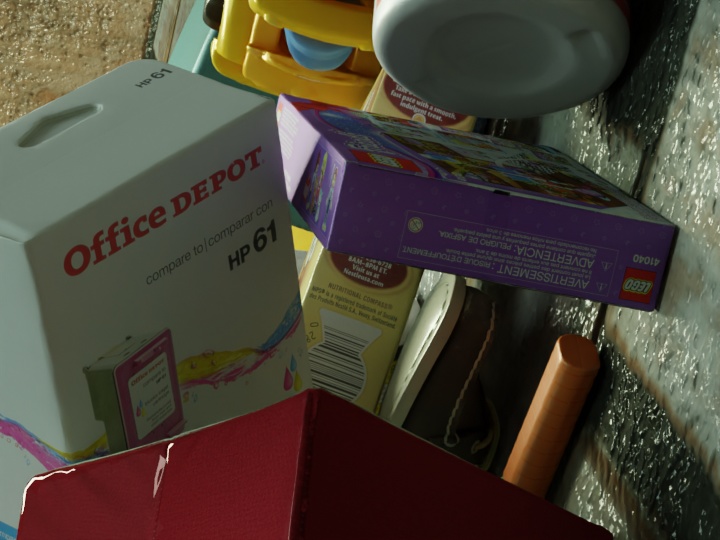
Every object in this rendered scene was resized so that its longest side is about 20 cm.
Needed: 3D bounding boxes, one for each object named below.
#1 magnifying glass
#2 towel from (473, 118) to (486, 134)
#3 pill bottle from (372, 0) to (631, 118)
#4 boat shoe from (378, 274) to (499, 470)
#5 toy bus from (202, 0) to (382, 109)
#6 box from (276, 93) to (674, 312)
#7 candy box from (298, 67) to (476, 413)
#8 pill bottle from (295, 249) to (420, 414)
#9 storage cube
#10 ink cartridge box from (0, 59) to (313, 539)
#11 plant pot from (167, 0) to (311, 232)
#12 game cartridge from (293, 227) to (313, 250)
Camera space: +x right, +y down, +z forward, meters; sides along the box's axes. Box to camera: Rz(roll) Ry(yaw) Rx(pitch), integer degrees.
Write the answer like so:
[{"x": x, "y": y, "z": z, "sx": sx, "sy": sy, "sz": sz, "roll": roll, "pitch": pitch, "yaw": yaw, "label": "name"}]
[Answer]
[{"x": 0.066, "y": 0.113, "z": 0.990, "sx": 0.080, "sy": 0.022, "sz": 0.201, "roll": -95, "pitch": 18, "yaw": -54, "label": "magnifying glass"}, {"x": 0.052, "y": -0.120, "z": 1.257, "sx": 0.147, "sy": 0.024, "sz": 0.201, "roll": -139, "pitch": 61, "yaw": -76, "label": "towel"}, {"x": 0.068, "y": -0.181, "z": 1.010, "sx": 0.114, "sy": 0.113, "sz": 0.201, "roll": 122, "pitch": 155, "yaw": -60, "label": "pill bottle"}, {"x": 0.033, "y": 0.082, "z": 1.074, "sx": 0.072, "sy": 0.059, "sz": 0.201, "roll": -69, "pitch": 1, "yaw": -49, "label": "boat shoe"}, {"x": -0.006, "y": -0.171, "z": 1.157, "sx": 0.192, "sy": 0.135, "sz": 0.201, "roll": -94, "pitch": 19, "yaw": -75, "label": "toy bus"}, {"x": 0.039, "y": -0.033, "z": 0.958, "sx": 0.200, "sy": 0.136, "sz": 0.039, "roll": -127, "pitch": 49, "yaw": -75, "label": "box"}, {"x": 0.000, "y": 0.000, "z": 1.118, "sx": 0.115, "sy": 0.055, "sz": 0.201, "roll": 125, "pitch": 166, "yaw": -74, "label": "candy box"}, {"x": -0.040, "y": 0.099, "z": 1.283, "sx": 0.111, "sy": 0.111, "sz": 0.201, "roll": -111, "pitch": 33, "yaw": -69, "label": "pill bottle"}, {"x": -0.022, "y": 0.172, "z": 0.841, "sx": 0.170, "sy": 0.199, "sz": 0.181, "roll": -20, "pitch": 55, "yaw": 41, "label": "storage cube"}, {"x": -0.100, "y": 0.031, "z": 0.951, "sx": 0.084, "sy": 0.144, "sz": 0.201, "roll": 18, "pitch": 129, "yaw": 38, "label": "ink cartridge box"}, {"x": -0.047, "y": -0.147, "z": 1.482, "sx": 0.141, "sy": 0.141, "sz": 0.201, "roll": -123, "pitch": 52, "yaw": -73, "label": "plant pot"}, {"x": -0.095, "y": 0.021, "z": 1.558, "sx": 0.176, "sy": 0.033, "sz": 0.200, "roll": -36, "pitch": 14, "yaw": -1, "label": "game cartridge"}]
